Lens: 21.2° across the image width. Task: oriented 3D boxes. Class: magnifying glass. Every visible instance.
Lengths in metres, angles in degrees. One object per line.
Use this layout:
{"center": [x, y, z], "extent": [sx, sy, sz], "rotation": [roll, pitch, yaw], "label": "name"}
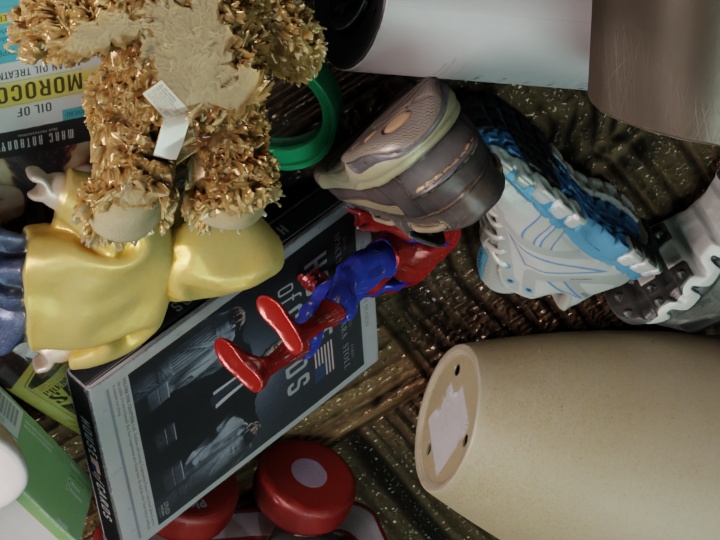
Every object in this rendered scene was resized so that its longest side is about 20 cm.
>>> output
{"center": [-0.064, -0.125, 0.929], "extent": [0.079, 0.022, 0.201], "rotation": [0, 139, 23], "label": "magnifying glass"}

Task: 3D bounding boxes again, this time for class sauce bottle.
{"center": [-0.174, 0.038, 1.029], "extent": [0.066, 0.066, 0.200], "rotation": [-37, 140, 14], "label": "sauce bottle"}

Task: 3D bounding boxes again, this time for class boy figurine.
{"center": [-0.136, -0.004, 0.928], "extent": [0.199, 0.065, 0.125], "rotation": [-15, 135, -14], "label": "boy figurine"}

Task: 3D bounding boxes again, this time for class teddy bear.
{"center": [-0.080, -0.099, 0.849], "extent": [0.144, 0.067, 0.201], "rotation": [-18, 124, -7], "label": "teddy bear"}

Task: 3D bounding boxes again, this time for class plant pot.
{"center": [0.142, 0.114, 1.200], "extent": [0.199, 0.188, 0.188], "rotation": [14, 128, -20], "label": "plant pot"}

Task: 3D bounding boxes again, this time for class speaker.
{"center": [0.079, -0.132, 0.965], "extent": [0.199, 0.081, 0.081], "rotation": [1, 133, -27], "label": "speaker"}

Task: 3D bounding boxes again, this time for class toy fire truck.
{"center": [-0.065, 0.201, 1.175], "extent": [0.199, 0.168, 0.113], "rotation": [1, 133, -27], "label": "toy fire truck"}

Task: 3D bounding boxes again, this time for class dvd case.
{"center": [-0.069, 0.051, 1.066], "extent": [0.200, 0.025, 0.151], "rotation": [-36, 145, -26], "label": "dvd case"}

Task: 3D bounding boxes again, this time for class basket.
{"center": [0.174, -0.167, 0.880], "extent": [0.179, 0.136, 0.201], "rotation": [-5, 113, -33], "label": "basket"}

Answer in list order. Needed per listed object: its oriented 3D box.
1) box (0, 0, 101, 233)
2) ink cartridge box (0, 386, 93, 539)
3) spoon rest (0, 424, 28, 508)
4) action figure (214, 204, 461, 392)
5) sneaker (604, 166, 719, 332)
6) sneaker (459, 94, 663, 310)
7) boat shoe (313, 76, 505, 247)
{"center": [-0.160, -0.095, 0.907], "extent": [0.082, 0.049, 0.201], "rotation": [-12, 138, -14], "label": "box"}
{"center": [-0.268, 0.109, 1.061], "extent": [0.199, 0.048, 0.146], "rotation": [-6, 145, 22], "label": "ink cartridge box"}
{"center": [-0.246, 0.112, 0.965], "extent": [0.199, 0.061, 0.099], "rotation": [-24, 139, 39], "label": "spoon rest"}
{"center": [0.000, 0.000, 1.029], "extent": [0.200, 0.052, 0.065], "rotation": [-29, 164, -52], "label": "action figure"}
{"center": [0.246, -0.028, 1.174], "extent": [0.200, 0.067, 0.090], "rotation": [-41, 140, 23], "label": "sneaker"}
{"center": [0.093, -0.025, 1.095], "extent": [0.086, 0.075, 0.200], "rotation": [-35, 139, 20], "label": "sneaker"}
{"center": [0.026, -0.045, 0.958], "extent": [0.074, 0.200, 0.073], "rotation": [-41, 95, 0], "label": "boat shoe"}
